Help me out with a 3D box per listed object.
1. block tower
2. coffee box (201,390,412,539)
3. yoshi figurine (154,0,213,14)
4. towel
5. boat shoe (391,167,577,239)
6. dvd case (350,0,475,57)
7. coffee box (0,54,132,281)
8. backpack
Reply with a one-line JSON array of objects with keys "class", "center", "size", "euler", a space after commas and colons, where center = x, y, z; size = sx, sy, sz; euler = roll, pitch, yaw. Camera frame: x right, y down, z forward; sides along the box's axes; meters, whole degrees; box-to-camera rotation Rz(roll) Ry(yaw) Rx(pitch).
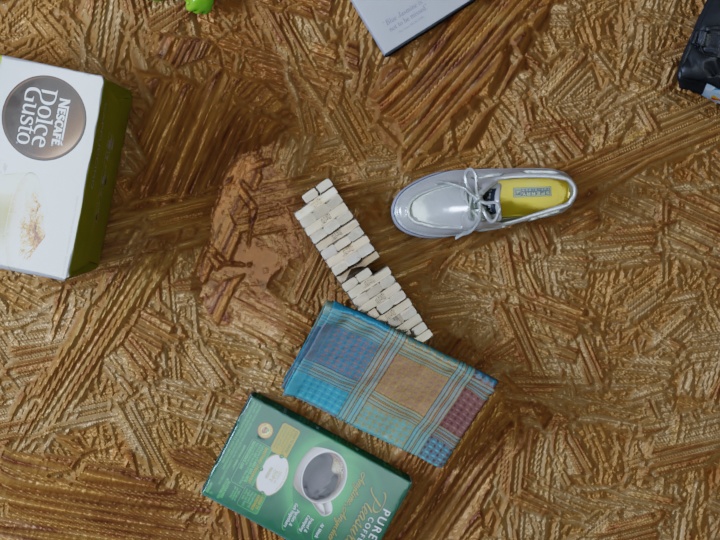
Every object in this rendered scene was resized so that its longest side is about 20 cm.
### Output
[{"class": "block tower", "center": [0.000, 0.000, 1.501], "size": [0.054, 0.058, 0.201], "euler": [-33, 91, 0]}, {"class": "coffee box", "center": [-0.058, 0.231, 1.513], "size": [0.199, 0.044, 0.124], "euler": [27, 92, -2]}, {"class": "yoshi figurine", "center": [-0.163, -0.332, 1.477], "size": [0.199, 0.113, 0.113], "euler": [-11, 133, -15]}, {"class": "towel", "center": [0.027, 0.122, 1.484], "size": [0.199, 0.022, 0.147], "euler": [26, 129, -3]}, {"class": "boat shoe", "center": [0.133, -0.072, 1.486], "size": [0.200, 0.086, 0.075], "euler": [-4, 92, -2]}, {"class": "dvd case", "center": [0.035, -0.351, 1.505], "size": [0.142, 0.018, 0.201], "euler": [-32, 93, 0]}, {"class": "coffee box", "center": [-0.352, -0.110, 1.412], "size": [0.196, 0.200, 0.201], "euler": [11, 92, -3]}, {"class": "backpack", "center": [0.454, -0.224, 1.473], "size": [0.199, 0.154, 0.164], "euler": [22, 89, 19]}]
